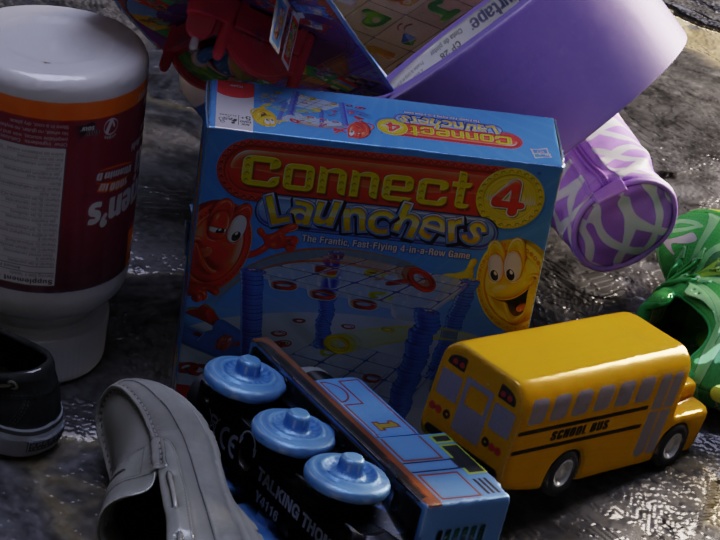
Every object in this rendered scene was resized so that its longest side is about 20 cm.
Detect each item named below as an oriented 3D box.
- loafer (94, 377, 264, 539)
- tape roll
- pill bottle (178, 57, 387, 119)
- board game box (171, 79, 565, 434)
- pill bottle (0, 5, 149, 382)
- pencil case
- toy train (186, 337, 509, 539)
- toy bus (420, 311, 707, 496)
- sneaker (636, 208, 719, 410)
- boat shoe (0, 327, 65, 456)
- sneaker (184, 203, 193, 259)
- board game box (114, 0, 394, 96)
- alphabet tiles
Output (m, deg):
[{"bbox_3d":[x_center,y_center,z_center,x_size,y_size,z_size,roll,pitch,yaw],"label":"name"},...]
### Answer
[{"bbox_3d":[-0.105,0.121,1.247,0.070,0.070,0.200,3,29,-28],"label":"loafer"},{"bbox_3d":[0.093,-0.116,1.450,0.085,0.200,0.200,53,31,-9],"label":"tape roll"},{"bbox_3d":[-0.047,-0.117,1.547,0.200,0.112,0.112,50,28,-11],"label":"pill bottle"},{"bbox_3d":[0.000,0.000,1.361,0.199,0.196,0.056,6,33,-5],"label":"board game box"},{"bbox_3d":[-0.184,-0.042,1.382,0.109,0.201,0.110,7,28,-4],"label":"pill bottle"},{"bbox_3d":[0.136,-0.089,1.592,0.084,0.086,0.200,-26,49,-6],"label":"pencil case"},{"bbox_3d":[-0.014,0.109,1.287,0.114,0.087,0.200,-1,27,-36],"label":"toy train"},{"bbox_3d":[0.122,0.073,1.363,0.065,0.079,0.200,33,26,35],"label":"toy bus"},{"bbox_3d":[0.213,0.018,1.517,0.083,0.074,0.200,8,29,-10],"label":"sneaker"},{"bbox_3d":[-0.249,0.040,1.362,0.199,0.057,0.069,23,36,23],"label":"boat shoe"},{"bbox_3d":[-0.077,-0.019,1.488,0.082,0.074,0.200,-38,16,-6],"label":"sneaker"},{"bbox_3d":[-0.075,-0.124,1.360,0.157,0.039,0.200,12,-15,21],"label":"board game box"},{"bbox_3d":[0.020,-0.168,1.634,0.200,0.166,0.006,17,56,-38],"label":"alphabet tiles"}]
